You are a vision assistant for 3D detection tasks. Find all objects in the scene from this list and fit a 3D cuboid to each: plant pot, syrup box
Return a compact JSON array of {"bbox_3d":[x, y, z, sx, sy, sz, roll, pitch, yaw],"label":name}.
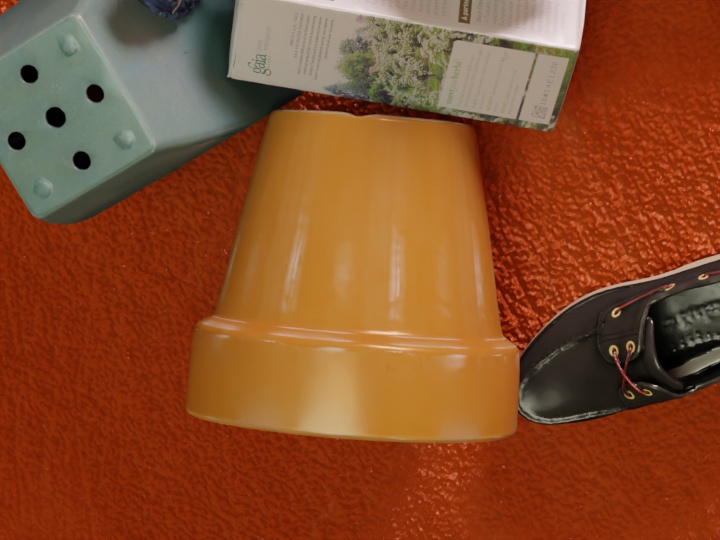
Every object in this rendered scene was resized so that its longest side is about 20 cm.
[{"bbox_3d":[0.000,0.000,1.470,0.199,0.200,0.185,4,92,12],"label":"plant pot"},{"bbox_3d":[-0.149,-0.113,1.455,0.141,0.200,0.142,-28,98,20],"label":"plant pot"},{"bbox_3d":[0.026,-0.149,1.430,0.199,0.082,0.079,10,144,-2],"label":"syrup box"}]

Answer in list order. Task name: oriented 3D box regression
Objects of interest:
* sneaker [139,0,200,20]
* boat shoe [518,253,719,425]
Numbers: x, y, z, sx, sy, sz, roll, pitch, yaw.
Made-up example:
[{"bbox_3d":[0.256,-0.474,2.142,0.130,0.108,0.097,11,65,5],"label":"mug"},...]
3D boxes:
[{"bbox_3d":[-0.107,-0.217,1.416,0.085,0.200,0.077,26,129,-3],"label":"sneaker"},{"bbox_3d":[0.177,0.044,1.499,0.200,0.063,0.074,-24,102,20],"label":"boat shoe"}]
